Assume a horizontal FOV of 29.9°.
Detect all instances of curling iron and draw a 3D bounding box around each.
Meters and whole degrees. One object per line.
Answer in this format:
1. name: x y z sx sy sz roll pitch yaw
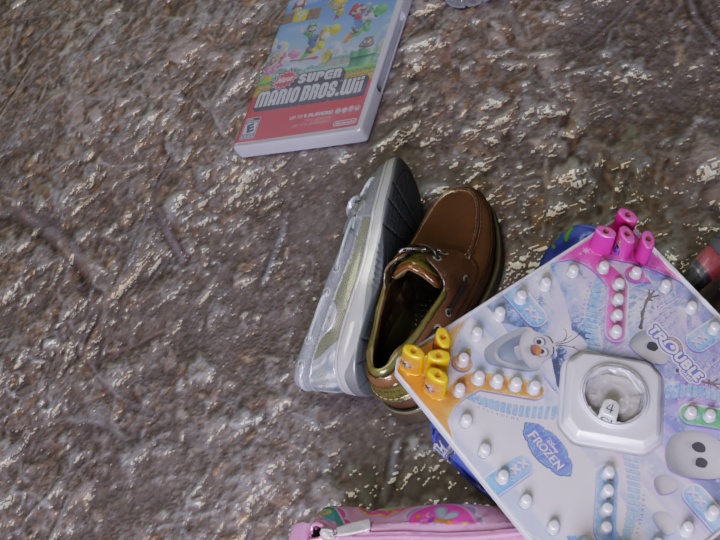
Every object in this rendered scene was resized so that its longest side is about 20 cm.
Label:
1. curling iron: 0.238 0.000 0.912 0.025 0.050 0.200 24 65 42

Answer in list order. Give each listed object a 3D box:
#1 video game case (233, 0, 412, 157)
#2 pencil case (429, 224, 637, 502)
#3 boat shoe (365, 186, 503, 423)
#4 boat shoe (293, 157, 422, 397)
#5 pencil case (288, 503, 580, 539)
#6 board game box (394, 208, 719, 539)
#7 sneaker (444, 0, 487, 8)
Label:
1. video game case: -0.031 -0.196 1.269 0.141 0.017 0.202 -5 53 31
2. pencil case: 0.122 0.061 0.909 0.086 0.078 0.201 29 72 20
3. boat shoe: 0.055 0.010 1.003 0.071 0.068 0.202 -5 52 31
4. boat shoe: 0.000 0.002 1.046 0.064 0.075 0.205 -1 61 27
5. pencil case: 0.053 0.187 0.847 0.197 0.088 0.088 -6 52 29
6. board game box: 0.154 0.076 0.818 0.199 0.026 0.200 -30 63 -21
7. sneaker: 0.150 -0.293 1.192 0.198 0.075 0.088 2 51 34
